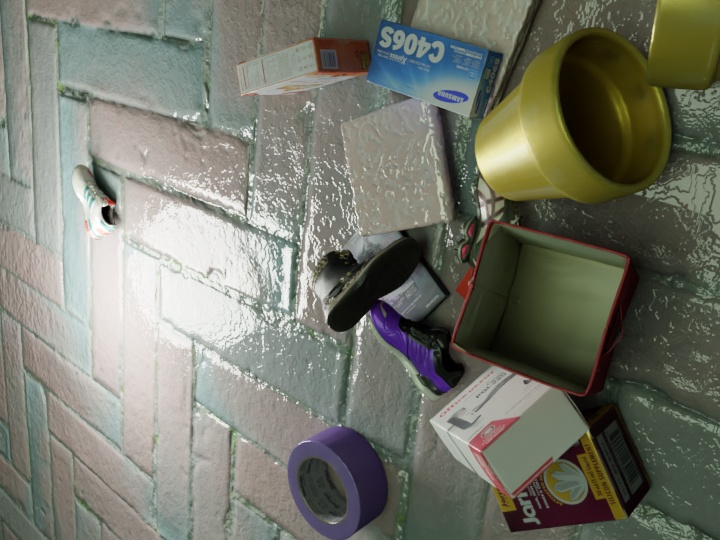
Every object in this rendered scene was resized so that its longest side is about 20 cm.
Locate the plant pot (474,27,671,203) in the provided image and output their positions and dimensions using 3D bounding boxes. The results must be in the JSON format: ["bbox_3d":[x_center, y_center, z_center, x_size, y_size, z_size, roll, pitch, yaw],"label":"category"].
[{"bbox_3d":[0.252,-0.173,0.886,0.188,0.199,0.203,-19,88,58],"label":"plant pot"}]

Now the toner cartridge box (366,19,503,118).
[{"bbox_3d":[0.104,-0.300,1.029,0.199,0.043,0.096,28,114,33],"label":"toner cartridge box"}]

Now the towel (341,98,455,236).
[{"bbox_3d":[0.061,-0.165,1.137,0.190,0.032,0.203,-8,92,40],"label":"towel"}]

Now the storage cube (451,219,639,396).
[{"bbox_3d":[0.246,0.052,0.900,0.198,0.179,0.173,18,91,26],"label":"storage cube"}]

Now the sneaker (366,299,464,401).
[{"bbox_3d":[0.101,0.114,1.165,0.099,0.070,0.201,-39,91,31],"label":"sneaker"}]

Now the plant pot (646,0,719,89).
[{"bbox_3d":[0.408,-0.280,0.706,0.187,0.200,0.203,14,111,22],"label":"plant pot"}]

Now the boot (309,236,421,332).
[{"bbox_3d":[0.000,0.000,1.189,0.200,0.073,0.151,-46,30,1],"label":"boot"}]

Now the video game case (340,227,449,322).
[{"bbox_3d":[0.054,0.004,1.220,0.201,0.019,0.143,55,130,16],"label":"video game case"}]

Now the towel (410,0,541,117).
[{"bbox_3d":[0.156,-0.357,1.023,0.191,0.032,0.202,38,124,28],"label":"towel"}]

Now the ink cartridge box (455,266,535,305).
[{"bbox_3d":[0.226,0.064,1.056,0.200,0.050,0.110,46,127,23],"label":"ink cartridge box"}]

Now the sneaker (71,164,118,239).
[{"bbox_3d":[-0.683,-0.187,1.818,0.093,0.070,0.202,-17,88,25],"label":"sneaker"}]

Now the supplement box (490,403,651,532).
[{"bbox_3d":[0.294,0.290,1.018,0.199,0.103,0.132,-30,82,43],"label":"supplement box"}]

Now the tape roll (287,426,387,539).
[{"bbox_3d":[-0.048,0.418,1.376,0.199,0.085,0.203,13,109,40],"label":"tape roll"}]

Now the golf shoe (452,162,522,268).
[{"bbox_3d":[0.203,-0.097,1.021,0.087,0.077,0.202,19,108,25],"label":"golf shoe"}]

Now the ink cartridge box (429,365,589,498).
[{"bbox_3d":[0.203,0.218,0.991,0.085,0.145,0.200,53,169,-7],"label":"ink cartridge box"}]

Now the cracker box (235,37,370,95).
[{"bbox_3d":[-0.098,-0.344,1.187,0.199,0.133,0.058,0,102,43],"label":"cracker box"}]
